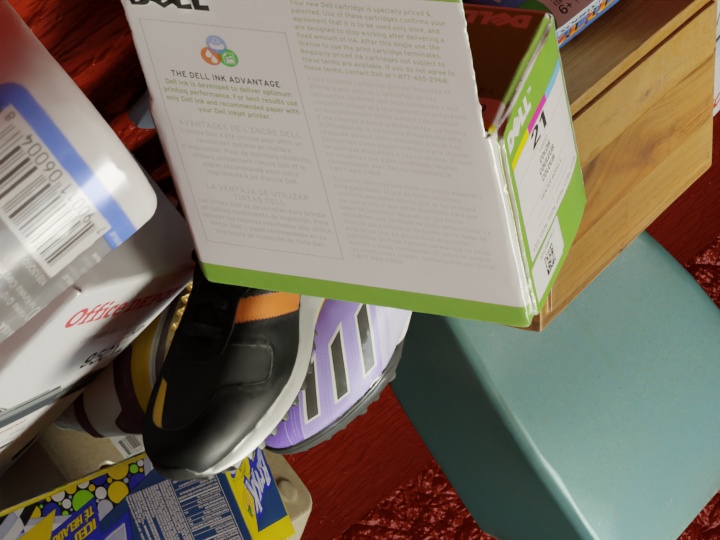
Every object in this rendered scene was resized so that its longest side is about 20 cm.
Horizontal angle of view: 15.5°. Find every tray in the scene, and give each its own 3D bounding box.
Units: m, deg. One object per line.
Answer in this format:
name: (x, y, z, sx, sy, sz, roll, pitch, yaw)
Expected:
tray: (0.113, -0.059, 1.231, 0.200, 0.037, 0.099, -39, 134, -50)

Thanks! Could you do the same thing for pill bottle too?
pill bottle: (-0.179, -0.002, 0.913, 0.200, 0.114, 0.114, -39, 170, -5)

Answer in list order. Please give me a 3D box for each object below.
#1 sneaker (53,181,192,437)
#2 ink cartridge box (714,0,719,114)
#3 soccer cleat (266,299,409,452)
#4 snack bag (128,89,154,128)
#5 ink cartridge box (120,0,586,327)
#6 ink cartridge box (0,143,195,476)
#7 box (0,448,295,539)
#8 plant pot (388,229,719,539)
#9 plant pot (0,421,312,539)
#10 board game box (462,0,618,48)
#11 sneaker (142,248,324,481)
sneaker: (-0.096, -0.004, 1.294, 0.090, 0.075, 0.201, -8, -140, 26)
ink cartridge box: (0.150, -0.143, 1.406, 0.147, 0.086, 0.201, -48, 156, -40)
soccer cleat: (0.000, 0.000, 1.251, 0.073, 0.068, 0.200, 24, 112, -46)
snack bag: (0.008, -0.111, 1.190, 0.199, 0.022, 0.189, -1, 155, -25)
ink cartridge box: (-0.004, -0.082, 1.006, 0.201, 0.147, 0.076, 76, 31, -42)
ink cartridge box: (-0.179, 0.036, 1.170, 0.200, 0.084, 0.145, -45, 171, 20)
box: (-0.136, 0.132, 1.213, 0.199, 0.065, 0.070, -22, 179, 13)
plant pot: (0.092, 0.036, 1.375, 0.141, 0.200, 0.141, -47, -152, -15)
plant pot: (-0.145, 0.134, 1.353, 0.177, 0.200, 0.199, -42, 171, 38)
board game box: (0.094, -0.188, 1.074, 0.200, 0.136, 0.034, -39, 171, -12)
sneaker: (-0.054, -0.008, 1.149, 0.070, 0.090, 0.201, 5, -123, 44)
